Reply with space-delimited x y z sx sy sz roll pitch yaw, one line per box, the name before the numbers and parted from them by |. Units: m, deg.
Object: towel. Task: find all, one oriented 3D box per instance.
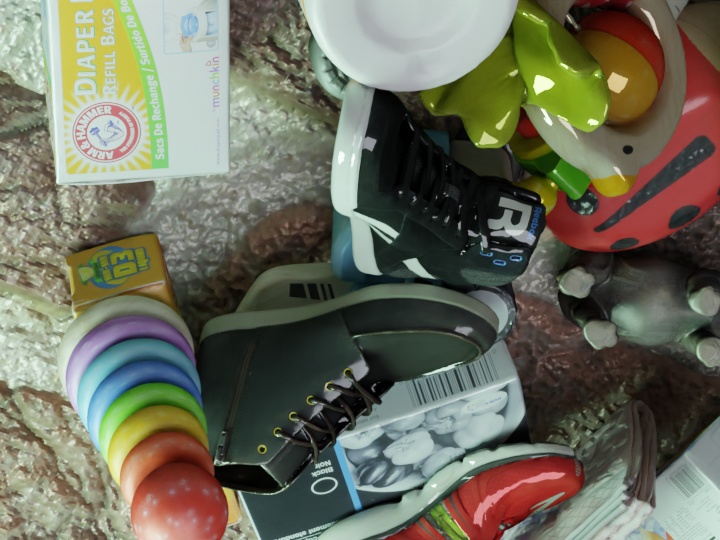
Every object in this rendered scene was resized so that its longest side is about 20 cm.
towel | 0.122 0.184 1.372 0.032 0.191 0.200 44 105 -3

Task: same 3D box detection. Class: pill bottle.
pill bottle | 0.009 -0.189 1.104 0.113 0.200 0.115 -6 122 -10

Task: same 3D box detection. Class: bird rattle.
bird rattle | 0.124 -0.135 1.151 0.112 0.201 0.163 -16 125 40

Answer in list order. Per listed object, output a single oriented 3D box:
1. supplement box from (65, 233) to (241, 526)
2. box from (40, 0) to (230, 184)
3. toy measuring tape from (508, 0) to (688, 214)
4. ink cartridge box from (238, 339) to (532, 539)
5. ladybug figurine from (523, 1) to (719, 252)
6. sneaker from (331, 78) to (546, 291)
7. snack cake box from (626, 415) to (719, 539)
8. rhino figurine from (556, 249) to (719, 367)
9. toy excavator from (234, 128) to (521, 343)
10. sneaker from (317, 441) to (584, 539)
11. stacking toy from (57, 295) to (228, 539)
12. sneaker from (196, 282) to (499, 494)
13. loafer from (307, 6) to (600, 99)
supplement box | -0.133 0.079 1.312 0.068 0.067 0.201 -18 124 -2
box | -0.129 -0.162 1.141 0.100 0.113 0.201 -4 123 -10
toy measuring tape | 0.143 -0.115 1.228 0.074 0.073 0.201 42 70 -30
ink cartridge box | 0.020 0.142 1.365 0.197 0.044 0.201 -19 144 -1
ladybug figurine | 0.190 -0.081 1.288 0.200 0.072 0.136 -43 121 14
sneaker | 0.048 -0.046 1.126 0.111 0.074 0.200 9 163 9
snack cake box | 0.237 0.183 1.375 0.067 0.115 0.200 -39 170 -30
rhino figurine | 0.221 0.027 1.336 0.198 0.087 0.060 11 102 -3
toy excavator | 0.000 0.000 1.293 0.198 0.100 0.196 4 121 0
sneaker | 0.065 0.183 1.329 0.199 0.085 0.077 -29 143 11
stacking toy | -0.121 0.098 1.168 0.085 0.200 0.086 -7 121 -12
sneaker | -0.010 0.077 1.220 0.199 0.107 0.075 -11 146 25
loafer | 0.053 -0.157 1.219 0.199 0.070 0.076 -16 109 -20
